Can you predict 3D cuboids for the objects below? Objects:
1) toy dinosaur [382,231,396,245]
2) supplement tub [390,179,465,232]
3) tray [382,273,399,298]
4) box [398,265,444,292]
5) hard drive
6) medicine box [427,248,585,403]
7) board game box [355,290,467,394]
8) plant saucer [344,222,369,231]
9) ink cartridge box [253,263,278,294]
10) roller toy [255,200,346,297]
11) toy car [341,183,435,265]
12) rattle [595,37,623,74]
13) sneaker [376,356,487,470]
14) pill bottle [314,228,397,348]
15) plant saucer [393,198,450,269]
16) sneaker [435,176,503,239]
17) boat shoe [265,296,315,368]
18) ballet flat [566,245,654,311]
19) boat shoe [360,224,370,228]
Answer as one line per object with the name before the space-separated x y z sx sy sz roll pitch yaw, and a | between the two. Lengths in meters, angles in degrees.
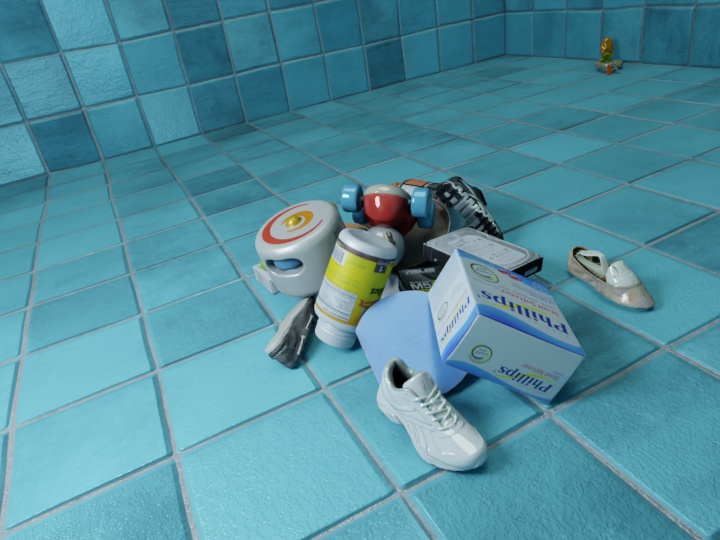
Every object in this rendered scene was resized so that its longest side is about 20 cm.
toy dinosaur | 0.000 0.000 1.052 0.201 0.088 0.047 -58 34 -5
supplement tub | 0.162 -0.163 1.374 0.199 0.123 0.122 18 39 42
tray | 0.024 0.034 1.164 0.107 0.022 0.200 -29 33 -30
box | 0.185 0.044 1.042 0.199 0.044 0.160 -5 28 -7
hard drive | 0.242 -0.029 1.093 0.139 0.038 0.200 -20 32 -32
medicine box | 0.216 0.080 0.846 0.181 0.103 0.200 22 26 -11
board game box | 0.087 0.129 0.913 0.157 0.039 0.200 -21 55 -9
plant saucer | -0.067 -0.065 1.272 0.199 0.032 0.201 -8 28 4
ink cartridge box | -0.121 -0.003 1.257 0.199 0.045 0.176 -25 32 -25
roller toy | -0.111 -0.052 1.103 0.199 0.140 0.182 -29 35 -9
toy car | 0.054 -0.070 1.168 0.183 0.201 0.177 6 -9 14
rattle | 1.201 -1.026 2.608 0.130 0.143 0.200 22 32 17
sneaker | 0.091 0.193 0.756 0.078 0.100 0.200 -30 42 -30
pill bottle | -0.015 0.034 0.977 0.109 0.201 0.109 18 17 -6
plant saucer | 0.118 -0.081 1.258 0.199 0.032 0.201 -18 50 23
sneaker | 0.265 -0.143 1.251 0.091 0.200 0.066 -46 3 -42
boat shoe | -0.121 0.115 1.043 0.067 0.057 0.200 -38 12 28
ballet flat | 0.461 0.007 1.020 0.068 0.068 0.200 -20 30 -17
boat shoe | 0.069 -0.101 1.359 0.199 0.057 0.069 16 38 40
